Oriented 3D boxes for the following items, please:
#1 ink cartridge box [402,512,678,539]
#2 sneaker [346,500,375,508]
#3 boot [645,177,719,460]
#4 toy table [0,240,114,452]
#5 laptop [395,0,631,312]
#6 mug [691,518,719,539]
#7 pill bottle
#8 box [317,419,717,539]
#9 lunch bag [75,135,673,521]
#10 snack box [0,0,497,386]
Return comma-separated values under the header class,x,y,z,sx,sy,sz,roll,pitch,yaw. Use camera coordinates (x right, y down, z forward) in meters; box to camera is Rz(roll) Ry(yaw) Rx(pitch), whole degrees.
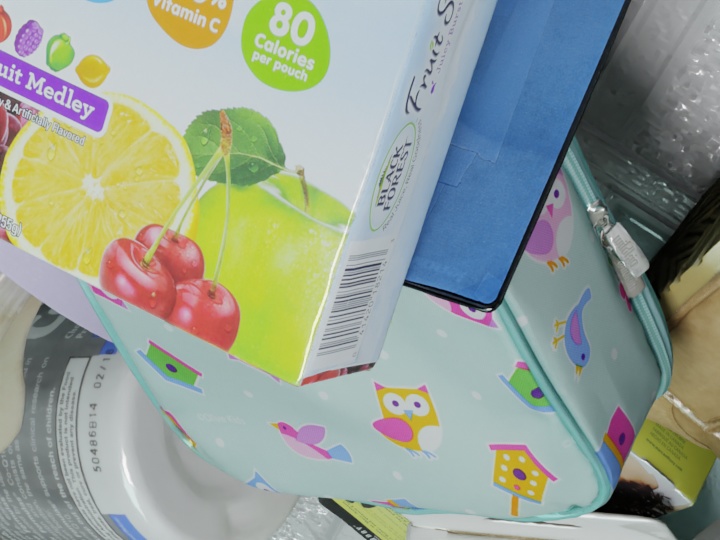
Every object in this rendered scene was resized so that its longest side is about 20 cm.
class,x,y,z,sx,sy,sz,roll,pitch,yaw
ink cartridge box,0.082,0.153,1.119,0.116,0.068,0.200,2,157,19
sneaker,0.022,-0.008,1.028,0.078,0.082,0.201,34,135,17
boot,0.184,0.052,0.963,0.199,0.066,0.175,34,160,0
toy table,-0.158,-0.006,1.015,0.200,0.117,0.184,41,-164,-36
laptop,-0.016,-0.124,0.807,0.186,0.116,0.201,18,132,25
mug,0.185,0.151,0.901,0.199,0.149,0.175,12,-169,-17
pill bottle,-0.124,0.067,1.232,0.199,0.114,0.114,-3,134,46
box,0.063,0.076,1.124,0.075,0.050,0.200,40,150,-10
lunch bag,0.000,0.000,0.916,0.199,0.077,0.161,2,133,40
snack box,-0.034,-0.088,0.785,0.142,0.053,0.201,25,106,22
